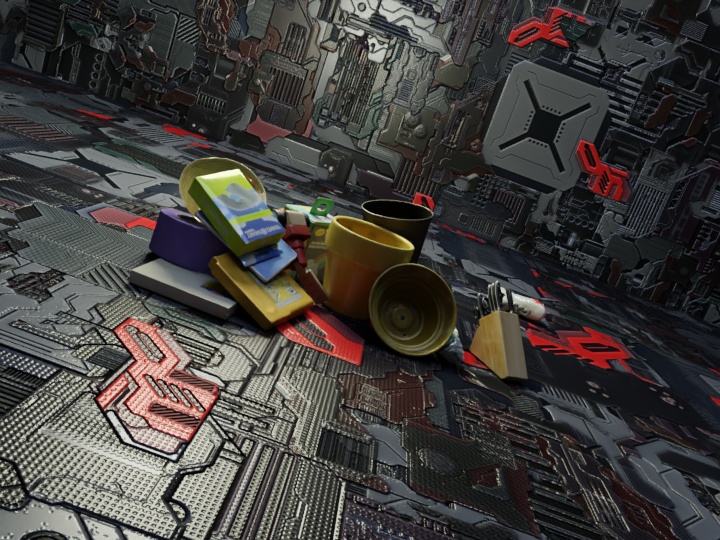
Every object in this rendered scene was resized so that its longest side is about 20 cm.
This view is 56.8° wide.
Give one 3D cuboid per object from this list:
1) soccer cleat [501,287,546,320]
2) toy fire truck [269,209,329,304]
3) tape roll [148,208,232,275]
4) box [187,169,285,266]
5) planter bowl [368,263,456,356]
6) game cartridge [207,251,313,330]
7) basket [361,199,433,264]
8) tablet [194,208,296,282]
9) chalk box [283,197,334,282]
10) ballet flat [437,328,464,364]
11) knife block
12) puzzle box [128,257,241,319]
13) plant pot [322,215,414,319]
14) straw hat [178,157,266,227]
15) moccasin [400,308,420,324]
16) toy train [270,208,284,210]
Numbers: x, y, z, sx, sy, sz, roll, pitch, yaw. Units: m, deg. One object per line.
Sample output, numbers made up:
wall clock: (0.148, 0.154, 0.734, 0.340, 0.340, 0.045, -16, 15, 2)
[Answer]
soccer cleat: (0.485, 0.106, 2.078, 0.085, 0.069, 0.199, -5, 24, -41)
toy fire truck: (-0.165, -0.013, 1.485, 0.128, 0.175, 0.202, 3, 64, -48)
tape roll: (-0.341, -0.058, 1.418, 0.198, 0.086, 0.200, 20, 5, -2)
box: (-0.242, -0.110, 1.344, 0.201, 0.048, 0.121, 51, 38, 13)
planter bowl: (0.102, 0.094, 1.440, 0.198, 0.202, 0.084, 18, -22, -9)
game cartridge: (-0.196, 0.029, 1.334, 0.176, 0.032, 0.200, 46, 18, 8)
basket: (0.081, -0.059, 1.676, 0.178, 0.202, 0.136, 8, 24, 4)
tablet: (-0.232, -0.071, 1.365, 0.200, 0.014, 0.130, 44, 37, 1)
chalk box: (-0.124, -0.087, 1.644, 0.124, 0.202, 0.123, 5, 20, -48)
ballet flat: (0.194, 0.157, 1.496, 0.071, 0.072, 0.200, 19, 16, -6)
knife block: (0.326, 0.131, 1.514, 0.063, 0.177, 0.200, 11, 17, -28)
puzzle box: (-0.323, 0.033, 1.275, 0.198, 0.026, 0.133, 21, 12, 4)
plant pot: (0.000, 0.000, 1.517, 0.199, 0.191, 0.201, 19, 13, -5)
straw hat: (-0.308, -0.143, 1.443, 0.199, 0.085, 0.203, 17, 55, -26)
moccasin: (0.137, 0.100, 1.589, 0.067, 0.081, 0.200, 9, 24, 16)
toy train: (-0.237, -0.106, 1.807, 0.149, 0.056, 0.200, 16, 32, 29)
